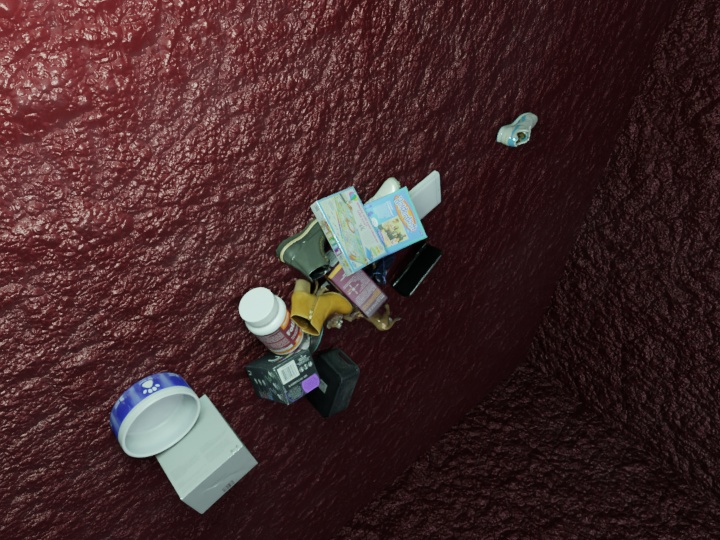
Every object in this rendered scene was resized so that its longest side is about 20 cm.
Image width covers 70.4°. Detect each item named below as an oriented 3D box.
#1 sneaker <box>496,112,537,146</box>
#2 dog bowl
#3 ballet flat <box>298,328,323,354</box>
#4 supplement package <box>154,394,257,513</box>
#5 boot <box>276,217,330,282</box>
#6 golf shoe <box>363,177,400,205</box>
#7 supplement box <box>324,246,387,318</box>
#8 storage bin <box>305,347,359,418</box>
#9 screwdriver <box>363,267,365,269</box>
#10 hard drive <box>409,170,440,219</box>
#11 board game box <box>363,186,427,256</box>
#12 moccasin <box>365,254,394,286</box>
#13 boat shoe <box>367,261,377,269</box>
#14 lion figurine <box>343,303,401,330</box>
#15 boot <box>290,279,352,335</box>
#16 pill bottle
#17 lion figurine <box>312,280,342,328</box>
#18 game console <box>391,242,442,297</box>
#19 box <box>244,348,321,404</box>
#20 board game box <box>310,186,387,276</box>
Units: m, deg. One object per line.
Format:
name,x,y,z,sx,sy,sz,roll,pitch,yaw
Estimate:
sneaker,0.567,-0.489,1.797,0.199,0.081,0.077,-36,143,-27
dog bowl,-0.502,0.353,1.254,0.199,0.079,0.201,-33,144,-29
ballet flat,-0.177,0.243,1.579,0.068,0.068,0.202,4,119,-39
supplement package,-0.423,0.492,1.376,0.191,0.200,0.148,-38,146,-20
boot,-0.097,-0.058,1.313,0.200,0.138,0.078,-41,146,-20
golf shoe,0.043,-0.173,1.445,0.097,0.078,0.202,8,114,-47
supplement box,-0.027,0.031,1.451,0.086,0.110,0.200,-47,123,-7
storage bin,-0.099,0.383,1.743,0.093,0.135,0.202,-14,132,-44
screwdriver,0.000,0.000,1.524,0.028,0.029,0.200,1,163,-6
hard drive,0.179,-0.210,1.623,0.200,0.027,0.133,-40,146,-18
board game box,0.062,-0.119,1.400,0.198,0.154,0.045,-24,-177,-4
moccasin,0.045,0.028,1.644,0.200,0.068,0.081,-46,148,-11
boat shoe,0.004,-0.052,1.499,0.201,0.071,0.061,29,76,-60
lion figurine,0.036,0.146,1.660,0.123,0.198,0.073,-68,-179,-59
boot,-0.107,0.120,1.401,0.200,0.145,0.071,29,130,-28
pill bottle,-0.234,0.134,1.348,0.114,0.114,0.201,-44,148,-12
lion figurine,-0.108,0.102,1.535,0.122,0.073,0.200,-44,135,11
game console,0.216,0.015,1.807,0.201,0.116,0.176,-51,148,-1
box,-0.218,0.289,1.427,0.122,0.199,0.107,-26,99,-35
board game box,-0.027,-0.103,1.316,0.134,0.202,0.034,-28,-179,-39
